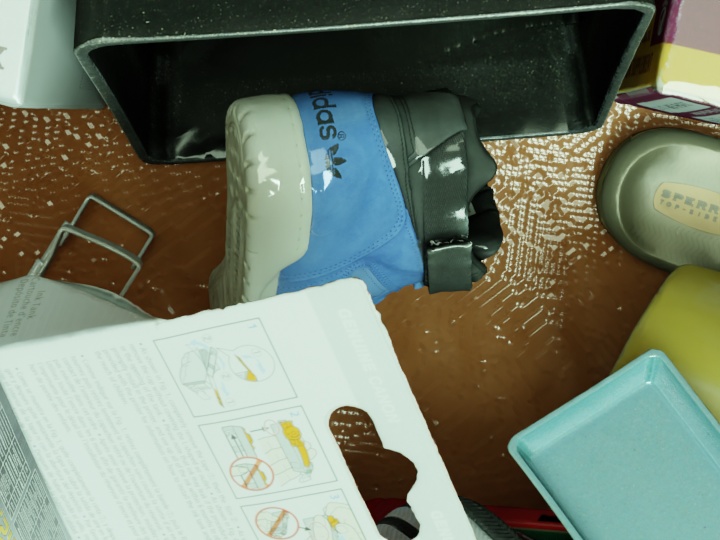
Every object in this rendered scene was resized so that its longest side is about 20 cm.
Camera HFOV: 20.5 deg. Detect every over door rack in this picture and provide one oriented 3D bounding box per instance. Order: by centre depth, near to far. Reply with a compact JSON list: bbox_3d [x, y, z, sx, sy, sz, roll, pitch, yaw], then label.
[{"bbox_3d":[-0.174,0.041,0.803,0.200,0.148,0.067,-45,98,3],"label":"over door rack"}]

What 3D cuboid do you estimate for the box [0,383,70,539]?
[{"bbox_3d":[-0.174,0.122,0.691,0.158,0.048,0.200,-5,126,15],"label":"box"}]

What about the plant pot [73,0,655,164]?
[{"bbox_3d":[-0.004,-0.153,0.776,0.199,0.200,0.178,-5,82,0],"label":"plant pot"}]

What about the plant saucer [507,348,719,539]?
[{"bbox_3d":[0.134,0.123,0.692,0.070,0.019,0.200,-30,68,-13],"label":"plant saucer"}]

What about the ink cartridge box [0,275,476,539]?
[{"bbox_3d":[-0.064,0.068,0.689,0.199,0.050,0.163,-13,124,16],"label":"ink cartridge box"}]

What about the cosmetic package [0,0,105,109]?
[{"bbox_3d":[-0.158,-0.109,0.766,0.112,0.200,0.081,10,93,-1],"label":"cosmetic package"}]

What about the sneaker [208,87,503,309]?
[{"bbox_3d":[0.000,0.001,0.795,0.111,0.200,0.077,-6,53,-12],"label":"sneaker"}]

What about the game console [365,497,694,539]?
[{"bbox_3d":[0.075,0.178,0.797,0.031,0.200,0.177,-30,109,-40],"label":"game console"}]

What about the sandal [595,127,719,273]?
[{"bbox_3d":[0.199,-0.013,0.845,0.199,0.054,0.081,14,93,-1],"label":"sandal"}]

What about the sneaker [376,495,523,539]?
[{"bbox_3d":[0.072,0.182,0.735,0.075,0.116,0.200,-23,54,-31],"label":"sneaker"}]

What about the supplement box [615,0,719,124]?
[{"bbox_3d":[0.176,-0.156,0.799,0.103,0.131,0.201,12,92,-1],"label":"supplement box"}]

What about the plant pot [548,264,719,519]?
[{"bbox_3d":[0.184,0.096,0.791,0.188,0.201,0.201,26,93,14],"label":"plant pot"}]
